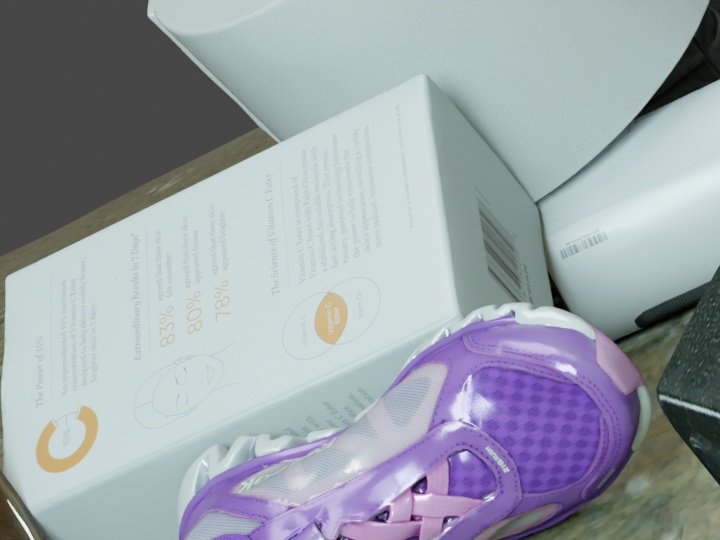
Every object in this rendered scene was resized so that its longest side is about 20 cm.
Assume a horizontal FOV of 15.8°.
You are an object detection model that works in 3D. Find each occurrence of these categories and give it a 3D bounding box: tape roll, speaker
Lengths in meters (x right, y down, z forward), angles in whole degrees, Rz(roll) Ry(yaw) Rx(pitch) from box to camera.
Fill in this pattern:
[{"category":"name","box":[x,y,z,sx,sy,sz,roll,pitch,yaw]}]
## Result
[{"category":"tape roll","box":[0.031,-0.129,1.087,0.202,0.139,0.203,-35,29,23]},{"category":"speaker","box":[0.169,-0.046,1.046,0.199,0.081,0.081,-25,10,17]}]

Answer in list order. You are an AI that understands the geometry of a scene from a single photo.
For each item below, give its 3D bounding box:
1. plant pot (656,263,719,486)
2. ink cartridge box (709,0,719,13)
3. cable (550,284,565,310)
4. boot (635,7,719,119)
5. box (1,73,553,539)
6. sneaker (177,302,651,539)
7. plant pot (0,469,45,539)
[{"category":"plant pot","box":[0.171,0.020,0.425,0.177,0.200,0.200,-42,12,-8]},{"category":"ink cartridge box","box":[0.195,-0.160,1.436,0.043,0.174,0.200,20,39,31]},{"category":"cable","box":[0.045,0.028,1.098,0.200,0.050,0.097,-34,13,-18]},{"category":"boot","box":[0.165,-0.102,1.199,0.068,0.131,0.200,-20,13,37]},{"category":"box","box":[-0.031,0.034,1.000,0.199,0.097,0.125,-24,46,20]},{"category":"sneaker","box":[0.008,0.083,0.872,0.200,0.081,0.089,-28,15,31]},{"category":"plant pot","box":[-0.225,0.147,0.886,0.198,0.201,0.200,-35,8,14]}]
